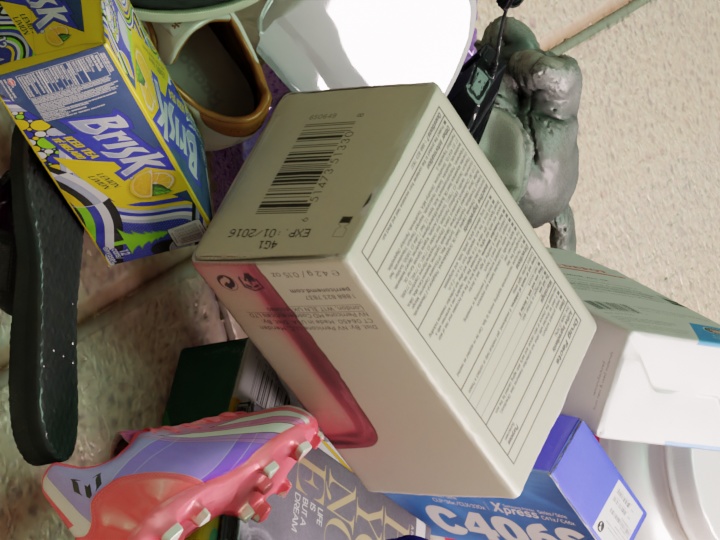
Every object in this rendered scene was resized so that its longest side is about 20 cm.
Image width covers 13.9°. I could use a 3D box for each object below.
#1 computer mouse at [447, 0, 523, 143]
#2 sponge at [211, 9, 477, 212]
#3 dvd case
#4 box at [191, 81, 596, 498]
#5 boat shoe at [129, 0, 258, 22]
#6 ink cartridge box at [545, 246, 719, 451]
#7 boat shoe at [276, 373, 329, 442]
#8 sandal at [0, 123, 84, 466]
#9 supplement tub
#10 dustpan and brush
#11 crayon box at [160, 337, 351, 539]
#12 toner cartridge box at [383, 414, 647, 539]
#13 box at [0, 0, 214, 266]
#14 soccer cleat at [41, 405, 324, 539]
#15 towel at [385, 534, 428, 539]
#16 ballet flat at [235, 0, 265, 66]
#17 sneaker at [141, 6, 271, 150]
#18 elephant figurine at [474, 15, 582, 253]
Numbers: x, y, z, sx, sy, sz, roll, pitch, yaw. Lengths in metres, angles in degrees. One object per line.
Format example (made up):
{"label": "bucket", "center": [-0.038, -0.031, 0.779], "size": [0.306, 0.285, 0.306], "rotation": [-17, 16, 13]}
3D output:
{"label": "computer mouse", "center": [0.068, -0.129, 1.724], "size": [0.059, 0.034, 0.200], "rotation": [-56, 169, -45]}
{"label": "sponge", "center": [-0.007, -0.105, 1.728], "size": [0.200, 0.030, 0.112], "rotation": [-39, 148, -28]}
{"label": "dvd case", "center": [-0.019, 0.180, 1.666], "size": [0.200, 0.016, 0.149], "rotation": [40, 48, -49]}
{"label": "box", "center": [0.021, 0.013, 1.588], "size": [0.200, 0.109, 0.128], "rotation": [55, 49, -36]}
{"label": "boat shoe", "center": [-0.132, -0.181, 1.518], "size": [0.199, 0.066, 0.075], "rotation": [10, 54, -15]}
{"label": "ink cartridge box", "center": [0.135, 0.041, 1.768], "size": [0.116, 0.200, 0.068], "rotation": [9, 103, -35]}
{"label": "boat shoe", "center": [-0.001, 0.000, 1.700], "size": [0.072, 0.070, 0.201], "rotation": [52, 42, -42]}
{"label": "sandal", "center": [-0.175, 0.002, 1.506], "size": [0.075, 0.048, 0.201], "rotation": [59, 27, -61]}
{"label": "supplement tub", "center": [0.146, 0.132, 1.881], "size": [0.140, 0.200, 0.140], "rotation": [25, 60, -55]}
{"label": "dustpan and brush", "center": [0.034, -0.166, 1.653], "size": [0.140, 0.200, 0.057], "rotation": [48, -2, -42]}
{"label": "crayon box", "center": [-0.071, 0.155, 1.651], "size": [0.126, 0.052, 0.200], "rotation": [50, 41, -41]}
{"label": "toner cartridge box", "center": [0.061, 0.119, 1.738], "size": [0.043, 0.200, 0.095], "rotation": [-57, 132, -27]}
{"label": "box", "center": [-0.131, -0.082, 1.498], "size": [0.200, 0.064, 0.070], "rotation": [65, 13, -60]}
{"label": "soccer cleat", "center": [-0.087, 0.100, 1.530], "size": [0.076, 0.067, 0.200], "rotation": [39, 29, 12]}
{"label": "towel", "center": [-0.063, 0.204, 1.529], "size": [0.200, 0.050, 0.148], "rotation": [-8, 130, -34]}
{"label": "ballet flat", "center": [-0.045, -0.159, 1.755], "size": [0.200, 0.069, 0.071], "rotation": [-52, 167, -51]}
{"label": "sneaker", "center": [-0.113, -0.154, 1.581], "size": [0.073, 0.085, 0.200], "rotation": [-44, 100, -16]}
{"label": "elephant figurine", "center": [0.041, -0.073, 1.861], "size": [0.200, 0.155, 0.142], "rotation": [-25, 143, -43]}
